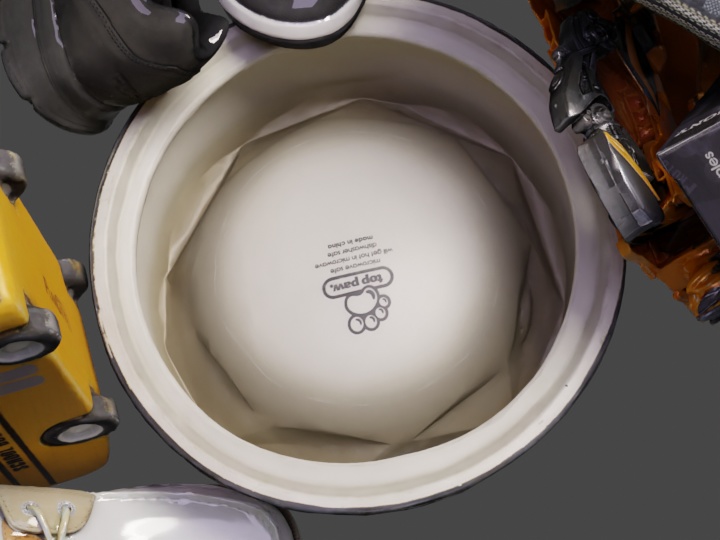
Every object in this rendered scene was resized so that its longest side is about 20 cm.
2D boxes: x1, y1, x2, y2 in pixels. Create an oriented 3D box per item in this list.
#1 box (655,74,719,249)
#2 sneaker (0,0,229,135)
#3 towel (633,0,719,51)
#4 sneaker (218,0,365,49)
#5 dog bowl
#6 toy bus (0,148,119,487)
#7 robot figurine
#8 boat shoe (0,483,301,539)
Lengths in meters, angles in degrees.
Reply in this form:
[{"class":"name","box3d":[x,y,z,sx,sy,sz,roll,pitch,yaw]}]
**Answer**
[{"class":"box","box3d":[0.182,-0.025,0.711,0.143,0.036,0.200,55,38,-8]},{"class":"sneaker","box3d":[-0.092,-0.156,0.763,0.090,0.076,0.202,-14,87,34]},{"class":"towel","box3d":[0.146,-0.120,0.715,0.192,0.035,0.199,34,40,26]},{"class":"sneaker","box3d":[-0.027,-0.185,0.767,0.071,0.083,0.202,2,76,6]},{"class":"dog bowl","box3d":[0.000,0.000,0.787,0.198,0.074,0.202,-1,72,3]},{"class":"toy bus","box3d":[-0.135,0.024,0.722,0.078,0.200,0.066,-15,71,-1]},{"class":"robot figurine","box3d":[0.112,-0.069,0.755,0.058,0.145,0.201,-32,49,24]},{"class":"boat shoe","box3d":[-0.121,0.116,0.761,0.198,0.068,0.075,-11,72,1]}]
